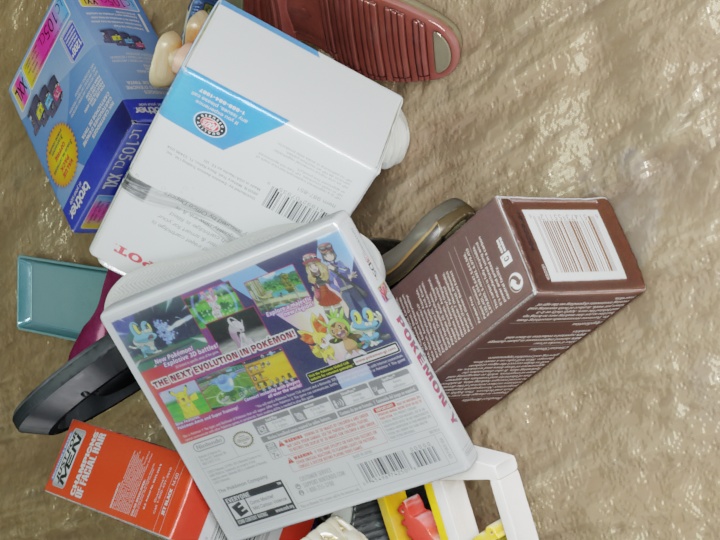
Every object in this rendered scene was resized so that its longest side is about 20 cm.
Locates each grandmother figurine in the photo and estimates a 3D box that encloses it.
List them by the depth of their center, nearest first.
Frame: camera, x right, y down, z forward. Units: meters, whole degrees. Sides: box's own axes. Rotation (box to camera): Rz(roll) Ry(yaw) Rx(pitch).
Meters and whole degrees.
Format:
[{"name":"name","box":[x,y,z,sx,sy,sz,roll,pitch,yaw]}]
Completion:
[{"name":"grandmother figurine","box":[-0.048,-0.127,1.413,0.200,0.121,0.061,27,144,26]}]

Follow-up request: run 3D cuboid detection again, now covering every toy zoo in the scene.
[{"name":"toy zoo","box":[0.070,0.189,1.294,0.131,0.020,0.201,-7,103,52]}]

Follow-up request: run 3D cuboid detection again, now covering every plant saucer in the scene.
[{"name":"plant saucer","box":[-0.250,0.027,1.746,0.200,0.019,0.070,7,98,52]}]

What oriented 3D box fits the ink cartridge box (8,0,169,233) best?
[{"name":"ink cartridge box","box":[-0.209,-0.124,1.644,0.137,0.076,0.200,-56,52,37]}]

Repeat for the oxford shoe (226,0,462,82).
[{"name":"oxford shoe","box":[-0.004,-0.189,1.385,0.199,0.075,0.071,23,133,29]}]

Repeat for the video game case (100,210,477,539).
[{"name":"video game case","box":[-0.048,0.073,1.262,0.199,0.023,0.183,-21,105,32]}]

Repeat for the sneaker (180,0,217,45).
[{"name":"sneaker","box":[-0.119,-0.134,1.529,0.088,0.075,0.201,-1,85,62]}]

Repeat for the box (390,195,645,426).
[{"name":"box","box":[0.078,0.031,1.263,0.200,0.100,0.075,-44,58,42]}]

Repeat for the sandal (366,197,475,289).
[{"name":"sandal","box":[0.000,0.000,1.366,0.055,0.082,0.200,53,132,5]}]

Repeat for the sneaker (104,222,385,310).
[{"name":"sneaker","box":[-0.060,0.034,1.335,0.199,0.116,0.074,-9,52,23]}]

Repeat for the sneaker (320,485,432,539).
[{"name":"sneaker","box":[0.004,0.152,1.395,0.088,0.074,0.201,144,114,-68]}]

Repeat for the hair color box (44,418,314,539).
[{"name":"hair color box","box":[-0.134,0.166,1.433,0.200,0.111,0.064,6,72,55]}]

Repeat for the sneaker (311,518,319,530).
[{"name":"sneaker","box":[-0.061,0.190,1.465,0.200,0.080,0.084,33,111,47]}]

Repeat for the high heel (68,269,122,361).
[{"name":"high heel","box":[-0.193,0.011,1.615,0.200,0.067,0.096,-37,71,40]}]

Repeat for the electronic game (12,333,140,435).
[{"name":"electronic game","box":[-0.182,0.066,1.520,0.042,0.200,0.200,55,135,6]}]

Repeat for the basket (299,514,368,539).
[{"name":"basket","box":[0.001,0.279,1.288,0.200,0.123,0.136,39,141,17]}]

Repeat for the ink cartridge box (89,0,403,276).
[{"name":"ink cartridge box","box":[-0.081,-0.063,1.347,0.200,0.145,0.084,-56,11,44]}]
